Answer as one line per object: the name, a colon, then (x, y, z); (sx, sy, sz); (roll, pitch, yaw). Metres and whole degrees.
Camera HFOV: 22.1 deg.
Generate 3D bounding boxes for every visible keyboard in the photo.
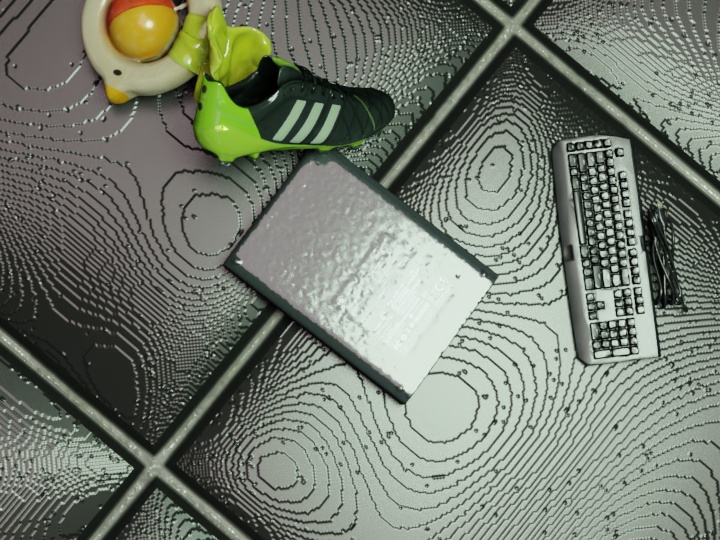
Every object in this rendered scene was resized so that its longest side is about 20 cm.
keyboard: (0.229, -0.022, 1.610); (0.103, 0.040, 0.202); (-7, 86, -4)

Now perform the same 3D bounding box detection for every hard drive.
hard drive: (0.000, 0.000, 1.596); (0.199, 0.033, 0.140); (37, 83, 0)

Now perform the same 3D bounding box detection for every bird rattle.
bird rattle: (-0.168, -0.228, 1.580); (0.162, 0.113, 0.202); (-21, 83, 11)

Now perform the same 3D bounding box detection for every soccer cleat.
soccer cleat: (-0.050, -0.142, 1.554); (0.199, 0.067, 0.082); (-12, 122, -34)
